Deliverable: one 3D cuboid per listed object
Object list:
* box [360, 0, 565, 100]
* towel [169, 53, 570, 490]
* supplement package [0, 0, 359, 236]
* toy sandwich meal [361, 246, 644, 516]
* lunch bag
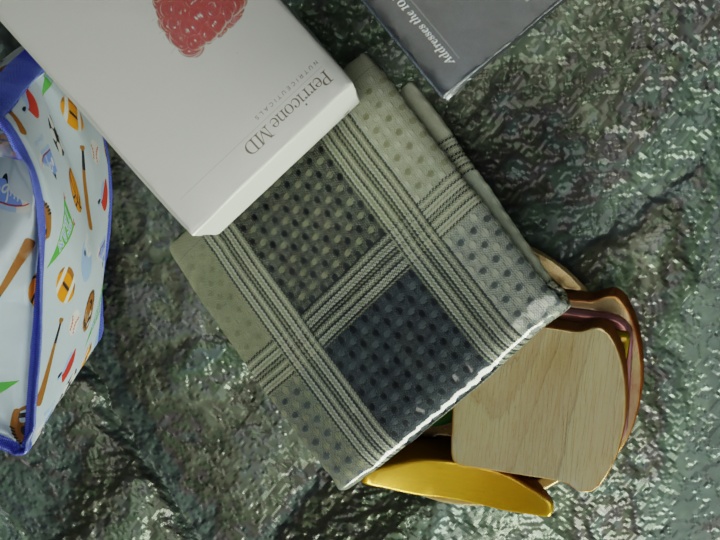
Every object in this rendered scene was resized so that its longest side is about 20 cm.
[{"bbox_3d":[0.059,-0.237,0.807,0.196,0.124,0.200,-38,101,18],"label":"box"},{"bbox_3d":[0.000,0.000,0.924,0.192,0.034,0.201,-42,76,22],"label":"towel"},{"bbox_3d":[-0.108,-0.132,0.843,0.121,0.120,0.200,-42,90,2],"label":"supplement package"},{"bbox_3d":[0.074,0.073,0.946,0.203,0.070,0.208,3,110,8],"label":"toy sandwich meal"},{"bbox_3d":[-0.214,-0.025,0.904,0.122,0.170,0.202,11,113,-1],"label":"lunch bag"}]
